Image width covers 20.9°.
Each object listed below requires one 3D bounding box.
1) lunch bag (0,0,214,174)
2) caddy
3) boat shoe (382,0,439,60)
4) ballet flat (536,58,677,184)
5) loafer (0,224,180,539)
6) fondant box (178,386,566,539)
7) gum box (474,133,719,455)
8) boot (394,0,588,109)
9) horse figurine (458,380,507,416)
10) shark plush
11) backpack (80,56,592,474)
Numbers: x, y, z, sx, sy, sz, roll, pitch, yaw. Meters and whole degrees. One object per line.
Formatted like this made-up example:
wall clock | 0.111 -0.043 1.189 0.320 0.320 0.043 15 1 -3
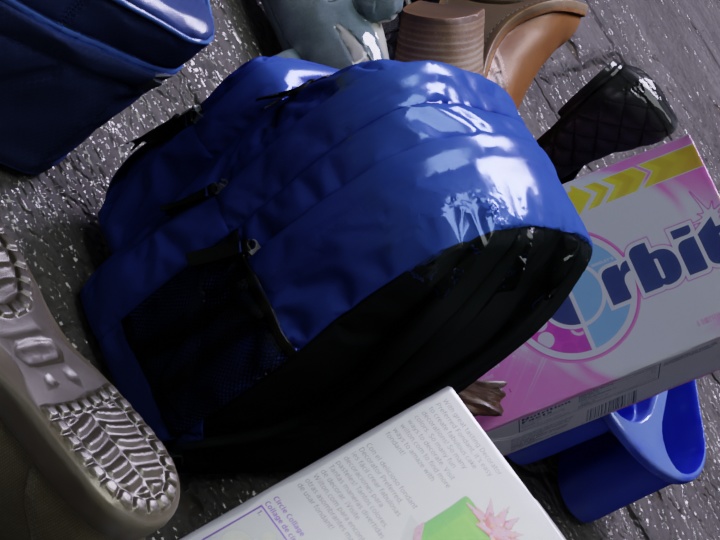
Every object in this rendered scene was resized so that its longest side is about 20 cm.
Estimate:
lunch bag | -0.153 -0.142 0.850 0.199 0.132 0.137 20 44 -50
caddy | 0.147 0.051 1.181 0.141 0.105 0.201 42 30 -29
boat shoe | 0.061 -0.183 1.307 0.075 0.092 0.201 47 28 -19
ballet flat | 0.126 -0.059 1.196 0.057 0.200 0.066 48 59 6
loafer | -0.151 0.037 0.737 0.200 0.068 0.075 50 21 21
fondant box | -0.001 0.152 0.757 0.199 0.058 0.145 -27 72 -36
gum box | 0.111 0.021 1.067 0.066 0.198 0.114 76 -8 -69
boot | 0.074 -0.088 1.166 0.200 0.076 0.157 -34 132 -61
horse figurine | 0.000 0.000 0.994 0.050 0.132 0.202 -39 107 -57
shark plush | -0.031 -0.106 1.141 0.083 0.091 0.202 16 66 -27
backpack | -0.012 -0.015 0.877 0.162 0.199 0.169 -2 62 -59
